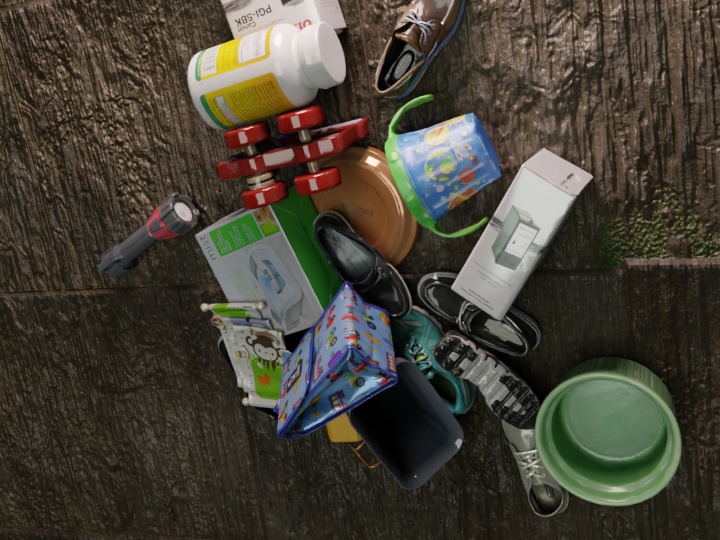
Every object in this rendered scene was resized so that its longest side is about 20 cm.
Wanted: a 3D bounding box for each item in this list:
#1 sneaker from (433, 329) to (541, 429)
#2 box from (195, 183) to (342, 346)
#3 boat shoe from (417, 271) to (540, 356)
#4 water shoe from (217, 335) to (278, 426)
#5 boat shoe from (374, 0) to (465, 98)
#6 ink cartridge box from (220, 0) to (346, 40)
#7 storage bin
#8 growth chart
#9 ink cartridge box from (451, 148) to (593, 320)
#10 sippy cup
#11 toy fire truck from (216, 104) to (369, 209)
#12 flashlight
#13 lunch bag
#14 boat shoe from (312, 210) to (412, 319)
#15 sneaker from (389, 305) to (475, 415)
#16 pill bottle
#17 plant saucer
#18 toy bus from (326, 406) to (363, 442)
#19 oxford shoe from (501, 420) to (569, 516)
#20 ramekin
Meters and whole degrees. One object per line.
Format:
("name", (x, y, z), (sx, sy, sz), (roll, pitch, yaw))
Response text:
("sneaker", (0.195, 0.153, 1.322), (0.199, 0.091, 0.067), (39, 110, -5))
("box", (-0.130, -0.008, 1.378), (0.175, 0.097, 0.202), (-18, 102, 37))
("boat shoe", (0.170, 0.061, 1.304), (0.198, 0.071, 0.073), (25, 110, 15))
("water shoe", (-0.167, 0.180, 1.482), (0.200, 0.079, 0.072), (41, 117, 6))
("boat shoe", (0.082, -0.322, 1.219), (0.072, 0.072, 0.201), (31, 116, 10))
("ink cartridge box", (-0.126, -0.414, 1.269), (0.145, 0.083, 0.202), (-15, 100, 26))
("storage bin", (0.036, 0.212, 1.333), (0.145, 0.134, 0.201), (-41, 120, -8))
("growth chart", (-0.161, 0.135, 1.396), (0.143, 0.018, 0.202), (-8, 109, 33))
("ink cartridge box", (0.221, -0.053, 1.209), (0.084, 0.146, 0.201), (33, 115, 11))
("sippy cup", (0.120, -0.148, 1.236), (0.129, 0.140, 0.178), (-26, 121, 16))
("toy fire truck", (-0.096, -0.171, 1.273), (0.198, 0.168, 0.113), (-12, 104, 19))
("flashlight", (-0.355, -0.055, 1.496), (0.199, 0.068, 0.067), (-33, 127, 32))
("lunch bag", (-0.050, 0.143, 1.260), (0.094, 0.151, 0.200), (36, 114, -24))
("boat shoe", (0.002, -0.002, 1.306), (0.074, 0.066, 0.200), (-35, 97, 10))
("sneaker", (0.103, 0.133, 1.355), (0.077, 0.080, 0.200), (-41, 88, 28))
("pill bottle", (-0.126, -0.270, 1.217), (0.198, 0.113, 0.114), (-12, 102, 23))
("plant saucer", (-0.005, -0.088, 1.343), (0.198, 0.032, 0.203), (11, 115, 24))
("toy bus", (-0.031, 0.165, 1.421), (0.064, 0.078, 0.202), (-5, 105, 23))
("oxford shoe", (0.265, 0.285, 1.350), (0.075, 0.058, 0.202), (-17, 98, 30))
("ramekin", (0.355, 0.221, 1.268), (0.198, 0.098, 0.203), (7, 109, 20))
